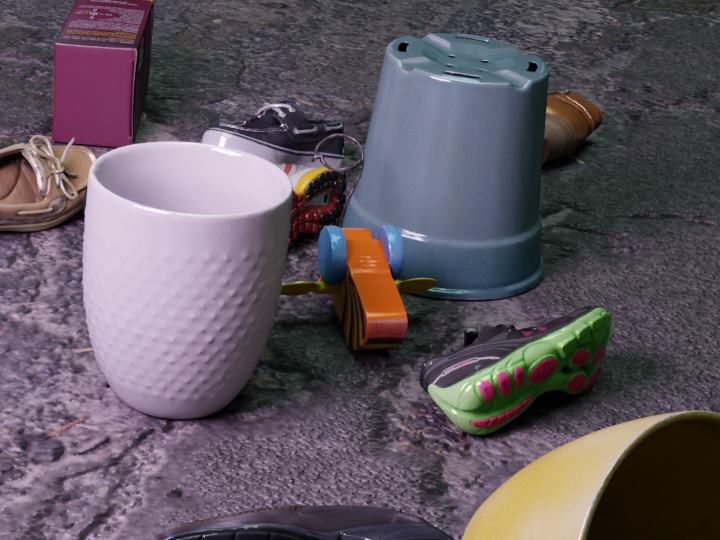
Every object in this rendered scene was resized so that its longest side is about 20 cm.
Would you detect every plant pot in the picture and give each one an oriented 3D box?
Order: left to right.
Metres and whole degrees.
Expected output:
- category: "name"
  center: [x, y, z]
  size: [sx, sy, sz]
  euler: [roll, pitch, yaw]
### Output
- category: "plant pot"
  center: [0.085, -0.102, 1.518]
  size: [0.200, 0.196, 0.200]
  euler: [6, 25, -3]
- category: "plant pot"
  center: [0.138, 0.179, 0.948]
  size: [0.200, 0.200, 0.142]
  euler: [-14, 6, -39]

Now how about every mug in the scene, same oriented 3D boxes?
- category: "mug"
  center: [-0.118, 0.005, 1.244]
  size: [0.148, 0.175, 0.200]
  euler: [19, 26, 24]

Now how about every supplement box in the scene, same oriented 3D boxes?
- category: "supplement box"
  center: [-0.273, -0.217, 1.777]
  size: [0.086, 0.110, 0.200]
  euler: [5, 24, -4]

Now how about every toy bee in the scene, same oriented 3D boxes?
- category: "toy bee"
  center: [0.000, 0.000, 1.408]
  size: [0.131, 0.109, 0.200]
  euler: [15, 49, -3]

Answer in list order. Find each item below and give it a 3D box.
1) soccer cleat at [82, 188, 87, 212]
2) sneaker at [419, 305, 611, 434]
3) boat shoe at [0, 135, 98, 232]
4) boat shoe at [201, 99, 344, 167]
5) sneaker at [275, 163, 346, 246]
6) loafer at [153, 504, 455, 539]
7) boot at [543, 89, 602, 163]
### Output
- category: "soccer cleat"
  center: [-0.198, -0.073, 1.546]
  size: [0.081, 0.068, 0.200]
  euler: [10, 16, 31]
- category: "sneaker"
  center: [0.126, 0.063, 1.305]
  size: [0.200, 0.077, 0.084]
  euler: [-16, 36, -43]
- category: "boat shoe"
  center: [-0.308, -0.073, 1.475]
  size: [0.200, 0.063, 0.073]
  euler: [-25, 76, -39]
- category: "boat shoe"
  center: [-0.080, -0.135, 1.635]
  size: [0.072, 0.068, 0.200]
  euler: [14, 6, 37]
- category: "sneaker"
  center: [-0.095, -0.054, 1.525]
  size: [0.082, 0.078, 0.200]
  euler: [12, 16, 29]
- category: "loafer"
  center: [-0.040, 0.177, 1.021]
  size: [0.200, 0.073, 0.072]
  euler: [7, 13, -24]
- category: "boot"
  center: [0.165, -0.183, 1.879]
  size: [0.200, 0.074, 0.155]
  euler: [31, 32, 19]
